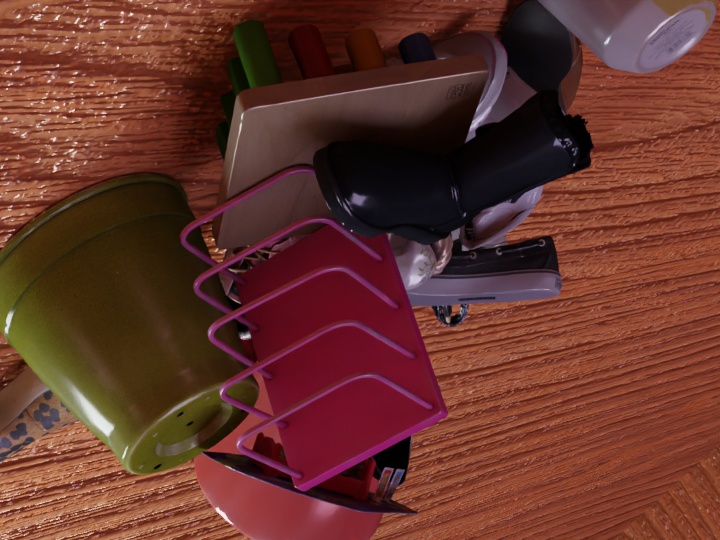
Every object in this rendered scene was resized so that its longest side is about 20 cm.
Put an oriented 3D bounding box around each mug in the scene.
[{"bbox_3d":[0.222,-0.258,1.591,0.149,0.153,0.187,-23,156,-26],"label":"mug"}]

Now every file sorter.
[{"bbox_3d":[-0.045,0.042,1.509,0.139,0.201,0.125,-29,149,18],"label":"file sorter"}]

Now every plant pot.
[{"bbox_3d":[-0.184,0.057,1.604,0.200,0.193,0.201,-30,158,-13],"label":"plant pot"},{"bbox_3d":[-0.037,0.145,1.838,0.200,0.201,0.178,-13,142,-44],"label":"plant pot"}]

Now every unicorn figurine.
[{"bbox_3d":[0.000,0.000,1.706,0.199,0.074,0.138,-16,115,-12],"label":"unicorn figurine"}]

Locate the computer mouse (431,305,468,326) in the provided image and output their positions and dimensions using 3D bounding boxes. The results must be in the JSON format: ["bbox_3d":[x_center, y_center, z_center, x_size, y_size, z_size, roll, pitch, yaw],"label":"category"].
[{"bbox_3d":[0.074,-0.012,1.943,0.058,0.034,0.200,-22,130,2],"label":"computer mouse"}]

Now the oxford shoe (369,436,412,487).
[{"bbox_3d":[0.020,0.096,1.684,0.071,0.073,0.201,-16,121,-14],"label":"oxford shoe"}]

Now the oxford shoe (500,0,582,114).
[{"bbox_3d":[0.174,-0.208,1.774,0.071,0.071,0.200,-58,165,-18],"label":"oxford shoe"}]

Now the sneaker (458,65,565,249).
[{"bbox_3d":[0.118,-0.115,1.787,0.075,0.115,0.200,-22,152,-30],"label":"sneaker"}]

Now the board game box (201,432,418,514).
[{"bbox_3d":[-0.037,0.163,1.632,0.200,0.157,0.039,20,88,-67],"label":"board game box"}]

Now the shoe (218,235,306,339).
[{"bbox_3d":[-0.087,-0.015,1.712,0.200,0.071,0.091,110,-3,-61],"label":"shoe"}]

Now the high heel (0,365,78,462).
[{"bbox_3d":[-0.280,0.130,1.770,0.199,0.072,0.143,-4,140,-25],"label":"high heel"}]

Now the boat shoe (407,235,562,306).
[{"bbox_3d":[0.087,0.000,1.790,0.199,0.057,0.069,-2,169,1],"label":"boat shoe"}]

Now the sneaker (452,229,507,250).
[{"bbox_3d":[0.080,0.005,2.032,0.074,0.089,0.200,-13,151,-46],"label":"sneaker"}]

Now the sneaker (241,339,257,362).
[{"bbox_3d":[-0.082,0.048,1.904,0.112,0.071,0.200,-44,165,33],"label":"sneaker"}]

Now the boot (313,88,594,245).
[{"bbox_3d":[0.076,-0.088,1.478,0.168,0.077,0.200,-28,159,24],"label":"boot"}]

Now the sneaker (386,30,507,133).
[{"bbox_3d":[0.039,-0.144,1.661,0.200,0.081,0.088,-35,160,-2],"label":"sneaker"}]

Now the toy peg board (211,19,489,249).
[{"bbox_3d":[-0.023,-0.124,1.540,0.198,0.098,0.200,-11,152,-17],"label":"toy peg board"}]
